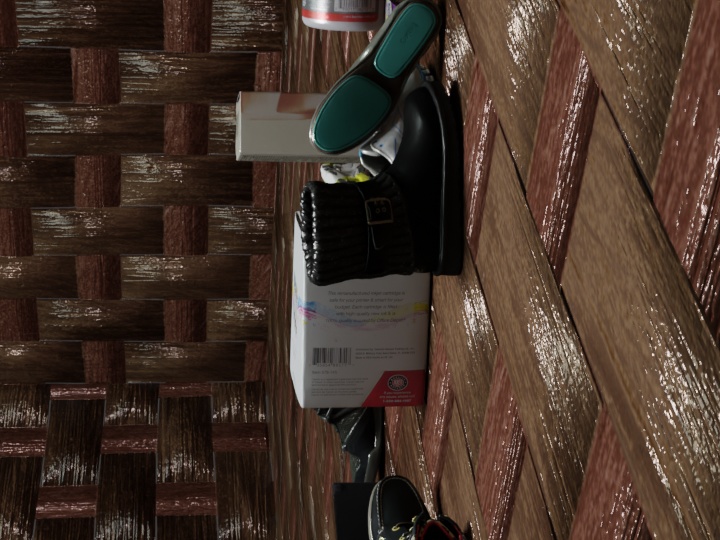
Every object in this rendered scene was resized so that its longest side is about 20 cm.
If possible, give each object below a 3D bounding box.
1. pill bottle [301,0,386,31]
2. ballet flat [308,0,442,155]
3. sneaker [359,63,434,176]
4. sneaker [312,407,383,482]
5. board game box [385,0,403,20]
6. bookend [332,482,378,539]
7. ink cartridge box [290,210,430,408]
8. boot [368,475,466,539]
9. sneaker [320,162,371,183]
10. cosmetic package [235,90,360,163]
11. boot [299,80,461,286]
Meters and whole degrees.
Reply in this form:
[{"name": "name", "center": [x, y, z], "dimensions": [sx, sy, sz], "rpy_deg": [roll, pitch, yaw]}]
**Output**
[{"name": "pill bottle", "center": [-0.017, -0.418, 1.833], "dimensions": [0.116, 0.116, 0.200], "rpy_deg": [-115, 26, -72]}, {"name": "ballet flat", "center": [0.018, -0.205, 1.509], "dimensions": [0.200, 0.067, 0.064], "rpy_deg": [-52, 5, 4]}, {"name": "sneaker", "center": [0.041, -0.145, 1.517], "dimensions": [0.075, 0.087, 0.200], "rpy_deg": [98, 171, -54]}, {"name": "sneaker", "center": [-0.026, 0.207, 1.926], "dimensions": [0.076, 0.114, 0.200], "rpy_deg": [-122, 30, -79]}, {"name": "board game box", "center": [0.046, -0.221, 1.700], "dimensions": [0.120, 0.032, 0.200], "rpy_deg": [-124, 34, -69]}, {"name": "bookend", "center": [0.010, 0.397, 1.722], "dimensions": [0.200, 0.092, 0.199], "rpy_deg": [-96, 9, -45]}, {"name": "ink cartridge box", "center": [-0.003, 0.040, 1.620], "dimensions": [0.145, 0.145, 0.200], "rpy_deg": [-115, 26, -73]}, {"name": "boot", "center": [0.062, 0.271, 1.422], "dimensions": [0.154, 0.073, 0.204], "rpy_deg": [104, 160, -51]}, {"name": "sneaker", "center": [-0.015, -0.100, 1.981], "dimensions": [0.200, 0.074, 0.085], "rpy_deg": [-103, 10, -71]}, {"name": "cosmetic package", "center": [-0.065, -0.191, 1.884], "dimensions": [0.103, 0.200, 0.087], "rpy_deg": [170, 101, -81]}, {"name": "boot", "center": [0.018, -0.089, 1.407], "dimensions": [0.079, 0.158, 0.211], "rpy_deg": [120, 149, -75]}]
